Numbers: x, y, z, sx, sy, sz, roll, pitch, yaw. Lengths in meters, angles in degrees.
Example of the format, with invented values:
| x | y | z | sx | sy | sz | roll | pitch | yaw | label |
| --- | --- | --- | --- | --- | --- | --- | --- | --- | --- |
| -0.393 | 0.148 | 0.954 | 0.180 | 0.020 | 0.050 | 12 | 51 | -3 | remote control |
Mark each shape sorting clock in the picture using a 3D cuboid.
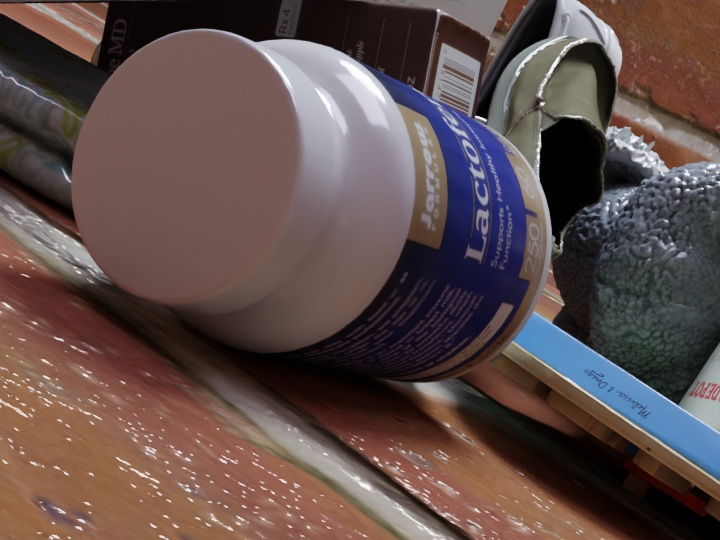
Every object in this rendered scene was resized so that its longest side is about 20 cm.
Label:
| x | y | z | sx | sy | sz | roll | pitch | yaw | label |
| --- | --- | --- | --- | --- | --- | --- | --- | --- | --- |
| 0.133 | 0.084 | 0.822 | 0.200 | 0.039 | 0.200 | 37 | -3 | 2 | shape sorting clock |

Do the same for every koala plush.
| x | y | z | sx | sy | sz | roll | pitch | yaw | label |
| --- | --- | --- | --- | --- | --- | --- | --- | --- | --- |
| 0.169 | 0.001 | 0.993 | 0.183 | 0.179 | 0.200 | 8 | 9 | -26 | koala plush |

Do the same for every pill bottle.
| x | y | z | sx | sy | sz | roll | pitch | yaw | label |
| --- | --- | --- | --- | --- | --- | --- | --- | --- | --- |
| -0.014 | -0.022 | 0.695 | 0.115 | 0.116 | 0.200 | 31 | 8 | 28 | pill bottle |

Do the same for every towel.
| x | y | z | sx | sy | sz | roll | pitch | yaw | label |
| --- | --- | --- | --- | --- | --- | --- | --- | --- | --- |
| -0.155 | -0.076 | 0.849 | 0.199 | 0.048 | 0.171 | 29 | 9 | 6 | towel |

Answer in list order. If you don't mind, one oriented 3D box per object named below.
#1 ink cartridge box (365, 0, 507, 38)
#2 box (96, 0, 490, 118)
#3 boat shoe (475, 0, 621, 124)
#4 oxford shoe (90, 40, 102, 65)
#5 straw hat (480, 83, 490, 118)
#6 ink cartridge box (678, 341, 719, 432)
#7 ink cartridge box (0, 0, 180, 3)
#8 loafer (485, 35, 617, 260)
| x | y | z | sx | sy | sz | roll | pitch | yaw | label |
| --- | --- | --- | --- | --- | --- | --- | --- | --- | --- |
| 0.015 | -0.123 | 1.239 | 0.085 | 0.201 | 0.148 | 26 | 7 | -10 | ink cartridge box |
| -0.041 | -0.093 | 0.963 | 0.199 | 0.101 | 0.075 | 9 | -2 | 28 | box |
| 0.073 | -0.068 | 1.029 | 0.068 | 0.200 | 0.072 | 38 | -3 | -35 | boat shoe |
| -0.074 | -0.097 | 1.126 | 0.199 | 0.071 | 0.075 | 12 | -13 | 0 | oxford shoe |
| -0.024 | -0.060 | 1.062 | 0.200 | 0.201 | 0.085 | 26 | 45 | -19 | straw hat |
| 0.237 | 0.013 | 0.821 | 0.083 | 0.201 | 0.145 | 33 | -3 | -2 | ink cartridge box |
| -0.119 | -0.149 | 0.860 | 0.199 | 0.044 | 0.198 | 5 | 12 | 23 | ink cartridge box |
| 0.101 | -0.056 | 0.939 | 0.069 | 0.200 | 0.075 | -9 | -55 | 33 | loafer |
